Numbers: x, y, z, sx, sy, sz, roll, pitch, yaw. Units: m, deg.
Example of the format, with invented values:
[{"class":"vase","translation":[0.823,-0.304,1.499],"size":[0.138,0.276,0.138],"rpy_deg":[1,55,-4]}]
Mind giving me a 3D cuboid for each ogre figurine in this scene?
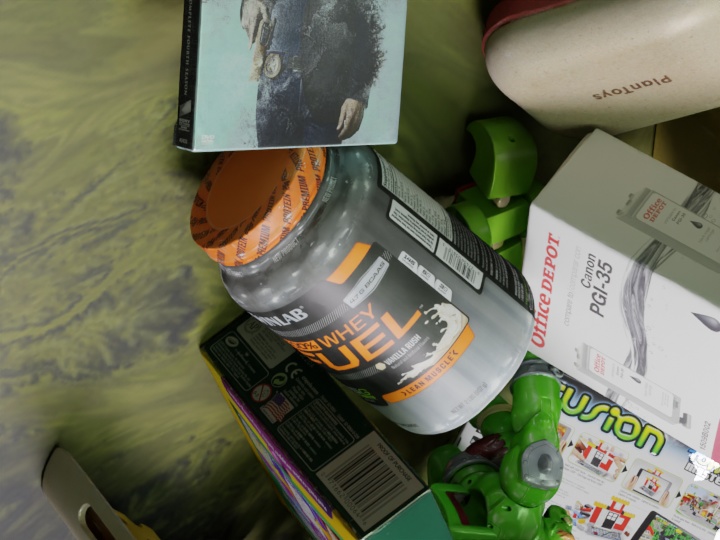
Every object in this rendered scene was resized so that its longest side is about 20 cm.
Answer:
[{"class":"ogre figurine","translation":[0.085,0.146,1.792],"size":[0.098,0.120,0.200],"rpy_deg":[33,115,-26]}]

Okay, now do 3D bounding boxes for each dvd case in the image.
[{"class":"dvd case","translation":[-0.034,-0.168,1.530],"size":[0.145,0.022,0.201],"rpy_deg":[-3,102,-37]}]

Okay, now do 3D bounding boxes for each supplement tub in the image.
[{"class":"supplement tub","translation":[0.000,0.000,1.642],"size":[0.200,0.123,0.123],"rpy_deg":[38,96,-30]}]

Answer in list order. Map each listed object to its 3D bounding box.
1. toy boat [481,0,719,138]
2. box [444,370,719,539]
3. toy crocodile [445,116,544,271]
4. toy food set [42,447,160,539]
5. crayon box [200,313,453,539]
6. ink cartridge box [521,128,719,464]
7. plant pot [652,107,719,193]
[{"class":"toy boat","translation":[0.174,-0.170,1.676],"size":[0.199,0.131,0.130],"rpy_deg":[-14,150,31]},{"class":"box","translation":[0.164,0.132,1.875],"size":[0.199,0.035,0.110],"rpy_deg":[26,109,-5]},{"class":"toy crocodile","translation":[0.080,-0.009,1.775],"size":[0.067,0.062,0.201],"rpy_deg":[-21,137,-26]},{"class":"toy food set","translation":[-0.099,0.186,1.713],"size":[0.060,0.144,0.200],"rpy_deg":[-49,138,5]},{"class":"crayon box","translation":[-0.005,0.141,1.710],"size":[0.058,0.200,0.173],"rpy_deg":[-35,137,-9]},{"class":"ink cartridge box","translation":[0.199,0.025,1.695],"size":[0.083,0.199,0.147],"rpy_deg":[-47,156,-32]},{"class":"plant pot","translation":[0.296,-0.048,1.823],"size":[0.199,0.176,0.201],"rpy_deg":[-20,132,-27]}]
